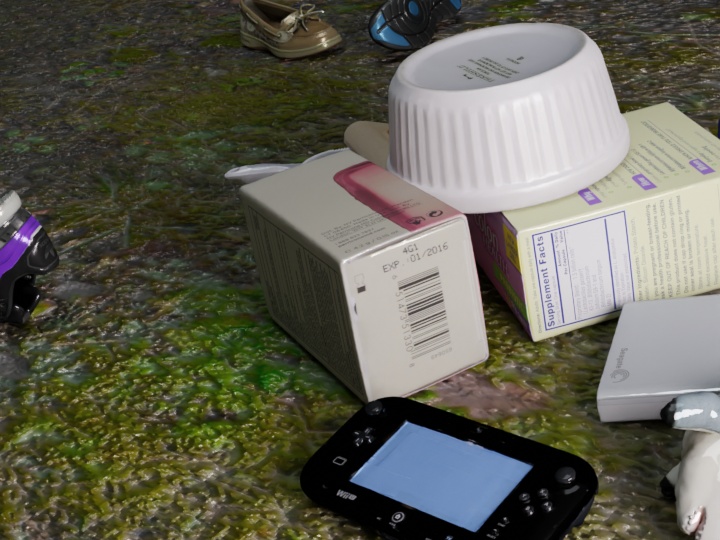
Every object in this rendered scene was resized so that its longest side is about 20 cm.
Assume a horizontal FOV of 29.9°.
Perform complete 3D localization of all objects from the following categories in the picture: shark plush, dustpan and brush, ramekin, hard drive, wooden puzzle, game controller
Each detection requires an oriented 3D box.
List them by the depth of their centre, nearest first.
[{"bbox_3d":[0.263,0.102,0.818,0.199,0.091,0.083,-25,47,-26],"label":"shark plush"},{"bbox_3d":[0.053,0.137,0.867,0.199,0.042,0.104,14,36,43],"label":"game controller"},{"bbox_3d":[0.272,0.054,0.930,0.198,0.027,0.132,-7,26,25],"label":"hard drive"},{"bbox_3d":[0.114,-0.131,1.094,0.200,0.095,0.203,-10,26,5],"label":"ramekin"},{"bbox_3d":[0.101,-0.117,1.292,0.198,0.047,0.185,0,23,-18],"label":"wooden puzzle"},{"bbox_3d":[-0.033,-0.092,1.342,0.198,0.058,0.140,-11,26,2],"label":"dustpan and brush"}]

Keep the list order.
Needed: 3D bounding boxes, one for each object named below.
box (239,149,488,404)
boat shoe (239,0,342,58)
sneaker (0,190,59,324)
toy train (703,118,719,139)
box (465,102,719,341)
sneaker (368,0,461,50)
[{"bbox_3d":[0.000,0.000,1.065,0.108,0.129,0.200,-21,28,-19],"label":"box"},{"bbox_3d":[-0.105,-0.336,1.862,0.073,0.063,0.199,-31,32,-35],"label":"boat shoe"},{"bbox_3d":[-0.353,0.019,1.247,0.200,0.100,0.070,-34,18,30],"label":"sneaker"},{"bbox_3d":[0.367,-0.112,1.189,0.115,0.085,0.200,-10,24,-20],"label":"toy train"},{"bbox_3d":[0.200,-0.045,1.104,0.198,0.097,0.176,-15,26,-7],"label":"box"},{"bbox_3d":[0.060,-0.332,1.793,0.081,0.074,0.200,-13,15,38],"label":"sneaker"}]
